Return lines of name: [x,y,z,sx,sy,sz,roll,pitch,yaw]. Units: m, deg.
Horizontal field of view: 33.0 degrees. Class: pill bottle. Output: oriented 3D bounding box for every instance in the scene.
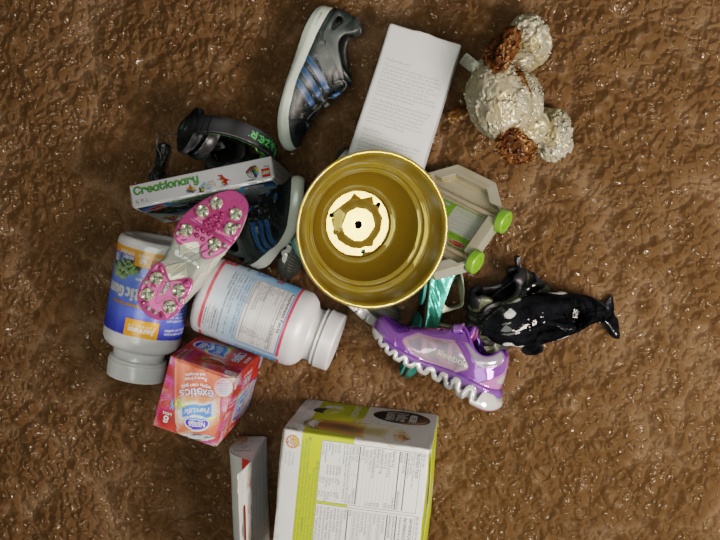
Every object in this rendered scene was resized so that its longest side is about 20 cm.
pill bottle: [-0.126,0.065,1.681,0.199,0.109,0.109,21,99,5]
pill bottle: [-0.299,0.053,1.703,0.112,0.112,0.201,12,98,6]

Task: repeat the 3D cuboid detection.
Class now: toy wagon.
toy wagon: [0.101,-0.049,1.626,0.155,0.040,0.200,29,74,26]

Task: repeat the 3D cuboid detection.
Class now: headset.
headset: [-0.208,-0.159,1.664,0.199,0.123,0.094,4,69,36]

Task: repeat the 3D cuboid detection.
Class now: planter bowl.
planter bowl: [0.006,-0.056,1.562,0.199,0.083,0.201,-2,98,-14]

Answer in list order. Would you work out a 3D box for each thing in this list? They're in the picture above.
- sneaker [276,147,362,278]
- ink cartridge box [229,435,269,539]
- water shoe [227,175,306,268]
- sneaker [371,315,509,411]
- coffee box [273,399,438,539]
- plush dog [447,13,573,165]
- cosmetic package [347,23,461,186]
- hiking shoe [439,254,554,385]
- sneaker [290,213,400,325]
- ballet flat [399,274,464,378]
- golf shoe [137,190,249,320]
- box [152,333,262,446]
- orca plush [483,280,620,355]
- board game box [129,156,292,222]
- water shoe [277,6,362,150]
sneaker: [-0.041,-0.063,1.675,0.090,0.066,0.200,32,98,5]
ink cartridge box: [-0.165,0.330,1.672,0.050,0.200,0.163,0,97,8]
water shoe: [-0.134,-0.064,1.632,0.079,0.200,0.072,15,55,-17]
sneaker: [0.111,0.101,1.592,0.200,0.080,0.089,28,102,16]
coffee box: [-0.002,0.300,1.646,0.197,0.200,0.201,6,97,6]
plush dog: [0.184,-0.224,1.571,0.160,0.172,0.201,-13,96,9]
cosmetic package: [0.057,-0.213,1.617,0.101,0.071,0.201,18,84,4]
hiking shoe: [0.163,0.068,1.645,0.200,0.076,0.101,-46,118,2]
sneaker: [0.000,0.000,1.646,0.091,0.078,0.200,-42,120,9]
ballet flat: [0.105,0.059,1.673,0.070,0.067,0.201,10,100,-7]
golf shoe: [-0.220,-0.023,1.612,0.075,0.092,0.200,39,88,2]
box: [-0.204,0.156,1.657,0.095,0.200,0.100,17,99,4]
orca plush: [0.266,0.078,1.607,0.199,0.071,0.106,9,107,-26]
board game box: [-0.199,-0.108,1.660,0.199,0.126,0.035,-11,81,8]
water shoe: [-0.054,-0.254,1.642,0.079,0.071,0.201,18,98,10]
